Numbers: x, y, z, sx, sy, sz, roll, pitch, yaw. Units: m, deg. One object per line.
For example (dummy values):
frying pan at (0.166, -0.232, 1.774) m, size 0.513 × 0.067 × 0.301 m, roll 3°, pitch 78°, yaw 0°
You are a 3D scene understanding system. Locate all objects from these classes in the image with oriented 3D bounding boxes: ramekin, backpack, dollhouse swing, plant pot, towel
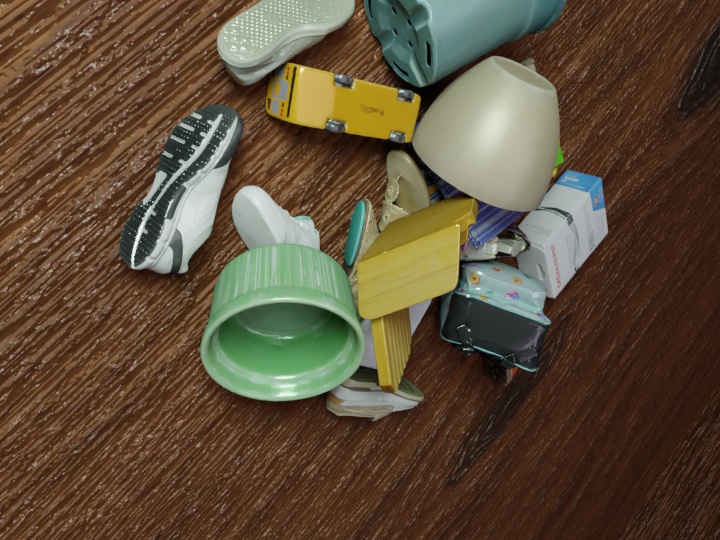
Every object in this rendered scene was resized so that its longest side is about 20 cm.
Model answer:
ramekin at (-0.093, 0.063, 0.744) m, size 0.192 × 0.100 × 0.204 m, roll -5°, pitch 138°, yaw -4°
backpack at (0.216, 0.064, 1.018) m, size 0.170 × 0.200 × 0.159 m, roll 15°, pitch 93°, yaw 0°
dollhouse swing at (0.091, 0.027, 0.775) m, size 0.181 × 0.177 × 0.200 m, roll 67°, pitch 18°, yaw -10°
plant pot at (0.119, -0.344, 0.751) m, size 0.194 × 0.199 × 0.203 m, roll -36°, pitch 130°, yaw -14°
towel at (0.164, -0.151, 0.912) m, size 0.143 × 0.024 × 0.203 m, roll -33°, pitch 90°, yaw -28°
plant pot at (0.180, -0.192, 0.791) m, size 0.196 × 0.201 × 0.137 m, roll -8°, pitch 135°, yaw -39°

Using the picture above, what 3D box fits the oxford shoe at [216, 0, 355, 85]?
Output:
oxford shoe at (-0.084, -0.272, 0.686) m, size 0.199 × 0.075 × 0.058 m, roll -43°, pitch 173°, yaw -30°

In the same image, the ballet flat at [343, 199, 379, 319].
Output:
ballet flat at (0.000, 0.000, 0.875) m, size 0.063 × 0.071 × 0.206 m, roll 13°, pitch 111°, yaw -15°

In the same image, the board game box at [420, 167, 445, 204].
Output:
board game box at (0.167, -0.111, 0.991) m, size 0.198 × 0.056 × 0.169 m, roll -35°, pitch 128°, yaw -26°

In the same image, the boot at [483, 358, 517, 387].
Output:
boot at (0.298, 0.129, 1.220) m, size 0.106 × 0.074 × 0.204 m, roll -38°, pitch 139°, yaw -27°

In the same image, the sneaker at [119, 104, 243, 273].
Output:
sneaker at (-0.187, -0.088, 0.675) m, size 0.203 × 0.073 × 0.080 m, roll -58°, pitch 150°, yaw 1°

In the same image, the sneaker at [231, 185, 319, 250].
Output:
sneaker at (-0.094, -0.046, 0.781) m, size 0.089 × 0.074 × 0.202 m, roll -54°, pitch 143°, yaw -25°

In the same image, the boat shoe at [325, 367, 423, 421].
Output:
boat shoe at (0.022, 0.205, 1.000) m, size 0.196 × 0.075 × 0.070 m, roll 20°, pitch 103°, yaw -39°

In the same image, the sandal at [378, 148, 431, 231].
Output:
sandal at (0.060, -0.067, 0.898) m, size 0.069 × 0.076 × 0.216 m, roll -42°, pitch 137°, yaw -26°

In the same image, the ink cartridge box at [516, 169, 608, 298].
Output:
ink cartridge box at (0.395, -0.072, 1.199) m, size 0.200 × 0.083 × 0.147 m, roll -45°, pitch 133°, yaw -19°

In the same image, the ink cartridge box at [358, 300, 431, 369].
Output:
ink cartridge box at (0.050, 0.053, 0.947) m, size 0.107 × 0.050 × 0.204 m, roll 20°, pitch 103°, yaw -45°

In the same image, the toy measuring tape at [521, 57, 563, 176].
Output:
toy measuring tape at (0.297, -0.257, 1.054) m, size 0.072 × 0.073 × 0.205 m, roll -28°, pitch 105°, yaw -28°

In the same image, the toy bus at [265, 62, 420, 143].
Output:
toy bus at (-0.015, -0.207, 0.760) m, size 0.196 × 0.077 × 0.067 m, roll -3°, pitch 111°, yaw -42°

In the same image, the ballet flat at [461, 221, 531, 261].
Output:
ballet flat at (0.207, -0.045, 0.970) m, size 0.196 × 0.071 × 0.071 m, roll -6°, pitch 116°, yaw -41°
